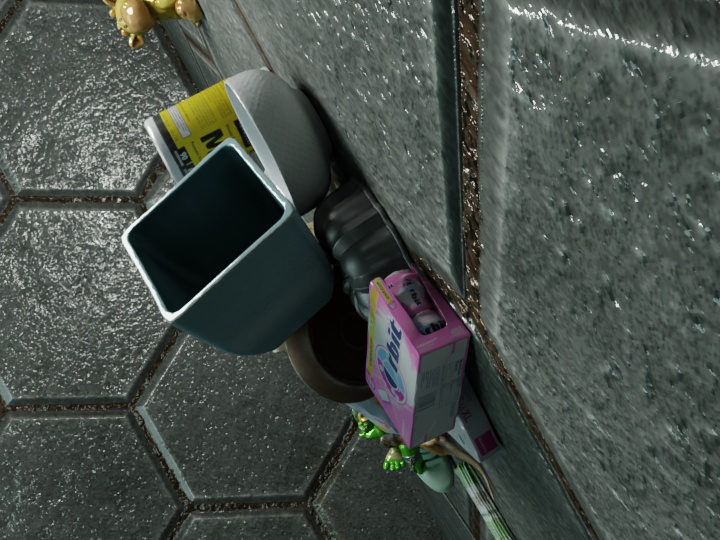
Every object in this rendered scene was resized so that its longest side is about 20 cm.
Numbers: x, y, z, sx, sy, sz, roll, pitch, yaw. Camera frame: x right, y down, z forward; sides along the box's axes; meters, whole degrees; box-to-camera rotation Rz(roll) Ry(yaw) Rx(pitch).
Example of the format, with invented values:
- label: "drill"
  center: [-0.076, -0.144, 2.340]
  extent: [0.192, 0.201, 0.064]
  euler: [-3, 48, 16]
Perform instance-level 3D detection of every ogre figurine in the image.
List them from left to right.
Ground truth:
- label: "ogre figurine"
  center: [0.043, 0.277, 1.488]
  extent: [0.200, 0.098, 0.120]
  euler: [-119, 15, -55]

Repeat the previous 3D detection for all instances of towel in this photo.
- label: "towel"
  center: [0.220, 0.429, 1.419]
  extent: [0.201, 0.031, 0.149]
  euler: [59, 172, 17]

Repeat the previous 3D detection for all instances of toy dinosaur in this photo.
- label: "toy dinosaur"
  center: [0.130, 0.275, 1.294]
  extent: [0.199, 0.060, 0.107]
  euler: [15, 130, 25]

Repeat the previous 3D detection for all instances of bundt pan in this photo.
- label: "bundt pan"
  center: [0.004, -0.014, 1.027]
  extent: [0.202, 0.076, 0.202]
  euler: [59, 172, 14]

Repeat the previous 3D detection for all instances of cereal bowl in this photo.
- label: "cereal bowl"
  center: [-0.094, -0.173, 1.053]
  extent: [0.201, 0.083, 0.200]
  euler: [58, 173, 12]

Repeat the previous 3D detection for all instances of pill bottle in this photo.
- label: "pill bottle"
  center: [-0.207, -0.216, 1.214]
  extent: [0.115, 0.199, 0.114]
  euler: [60, 173, 11]

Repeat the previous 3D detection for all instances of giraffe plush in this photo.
- label: "giraffe plush"
  center: [-0.429, -0.542, 1.655]
  extent: [0.173, 0.162, 0.200]
  euler: [61, 173, -5]

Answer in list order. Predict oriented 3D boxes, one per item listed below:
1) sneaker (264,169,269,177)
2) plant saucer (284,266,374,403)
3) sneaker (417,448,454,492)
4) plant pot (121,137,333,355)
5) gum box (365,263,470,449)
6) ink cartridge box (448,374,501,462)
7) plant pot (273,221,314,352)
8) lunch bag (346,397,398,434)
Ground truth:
- label: "sneaker"
  center: [-0.119, -0.152, 1.405]
  extent: [0.099, 0.070, 0.200]
  euler: [62, 179, -27]
- label: "plant saucer"
  center: [-0.013, 0.086, 1.154]
  extent: [0.034, 0.200, 0.201]
  euler: [-18, 103, 57]
- label: "sneaker"
  center: [0.126, 0.350, 1.572]
  extent: [0.201, 0.073, 0.118]
  euler: [64, 179, -2]
- label: "plant pot"
  center: [-0.147, -0.005, 1.052]
  extent: [0.196, 0.196, 0.200]
  euler: [48, 179, 43]
- label: "gum box"
  center: [0.061, 0.099, 0.936]
  extent: [0.114, 0.066, 0.201]
  euler: [55, 157, 36]
- label: "ink cartridge box"
  center: [0.115, 0.168, 1.091]
  extent: [0.120, 0.042, 0.200]
  euler: [64, 170, -11]
- label: "plant pot"
  center: [-0.108, 0.016, 1.533]
  extent: [0.200, 0.199, 0.178]
  euler: [-141, 33, -72]
- label: "lunch bag"
  center: [0.007, 0.171, 1.380]
  extent: [0.169, 0.127, 0.200]
  euler: [38, -165, -33]
